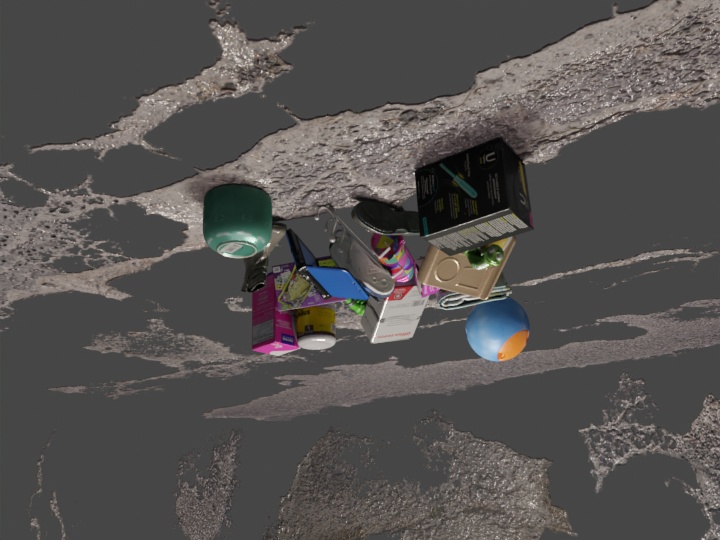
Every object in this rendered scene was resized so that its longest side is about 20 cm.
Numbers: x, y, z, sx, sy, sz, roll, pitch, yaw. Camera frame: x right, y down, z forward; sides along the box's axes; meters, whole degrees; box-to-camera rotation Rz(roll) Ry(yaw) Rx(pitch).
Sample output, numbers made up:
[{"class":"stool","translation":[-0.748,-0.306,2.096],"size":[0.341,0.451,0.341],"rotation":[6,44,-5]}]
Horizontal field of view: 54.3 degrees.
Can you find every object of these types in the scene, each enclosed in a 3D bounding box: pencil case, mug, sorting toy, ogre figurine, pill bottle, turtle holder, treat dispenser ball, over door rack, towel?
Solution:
[{"class":"pencil case","translation":[0.085,-0.037,1.748],"size":[0.086,0.091,0.200],"rotation":[-7,160,12]},{"class":"mug","translation":[-0.261,-0.090,1.517],"size":[0.148,0.118,0.186],"rotation":[-5,159,5]},{"class":"sorting toy","translation":[0.253,-0.034,1.691],"size":[0.195,0.037,0.189],"rotation":[15,114,-17]},{"class":"ogre figurine","translation":[0.047,0.073,2.014],"size":[0.198,0.099,0.121],"rotation":[-34,147,-9]},{"class":"pill bottle","translation":[-0.122,0.105,1.913],"size":[0.106,0.205,0.110],"rotation":[-3,160,-1]},{"class":"turtle holder","translation":[0.262,-0.091,1.511],"size":[0.131,0.142,0.186],"rotation":[-38,-176,35]},{"class":"treat dispenser ball","translation":[0.424,0.177,2.173],"size":[0.195,0.206,0.202],"rotation":[-2,159,-1]},{"class":"over door rack","translation":[-0.009,-0.053,1.585],"size":[0.198,0.067,0.148],"rotation":[33,173,24]},{"class":"towel","translation":[0.297,0.042,1.888],"size":[0.194,0.049,0.172],"rotation":[-8,-161,5]}]

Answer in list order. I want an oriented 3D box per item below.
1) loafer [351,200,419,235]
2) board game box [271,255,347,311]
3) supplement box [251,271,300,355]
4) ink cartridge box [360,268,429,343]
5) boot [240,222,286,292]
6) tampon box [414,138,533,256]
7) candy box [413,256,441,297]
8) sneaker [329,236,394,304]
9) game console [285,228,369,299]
[{"class":"loafer","translation":[0.058,-0.107,1.587],"size":[0.196,0.074,0.062],"rotation":[8,163,-32]},{"class":"board game box","translation":[-0.133,0.033,1.845],"size":[0.195,0.124,0.032],"rotation":[-9,175,18]},{"class":"supplement box","translation":[-0.233,0.120,1.938],"size":[0.102,0.206,0.100],"rotation":[-19,154,38]},{"class":"ink cartridge box","translation":[0.097,0.093,1.929],"size":[0.141,0.084,0.203],"rotation":[-4,130,-28]},{"class":"boot","translation":[-0.228,-0.025,1.665],"size":[0.066,0.134,0.199],"rotation":[9,156,-29]},{"class":"tampon box","translation":[0.226,-0.141,1.402],"size":[0.196,0.154,0.125],"rotation":[-17,155,32]},{"class":"candy box","translation":[0.236,-0.010,1.790],"size":[0.196,0.062,0.137],"rotation":[-22,159,-2]},{"class":"sneaker","translation":[0.000,0.000,1.774],"size":[0.198,0.081,0.147],"rotation":[37,172,1]},{"class":"game console","translation":[-0.078,-0.013,1.697],"size":[0.116,0.174,0.200],"rotation":[-24,152,7]}]
